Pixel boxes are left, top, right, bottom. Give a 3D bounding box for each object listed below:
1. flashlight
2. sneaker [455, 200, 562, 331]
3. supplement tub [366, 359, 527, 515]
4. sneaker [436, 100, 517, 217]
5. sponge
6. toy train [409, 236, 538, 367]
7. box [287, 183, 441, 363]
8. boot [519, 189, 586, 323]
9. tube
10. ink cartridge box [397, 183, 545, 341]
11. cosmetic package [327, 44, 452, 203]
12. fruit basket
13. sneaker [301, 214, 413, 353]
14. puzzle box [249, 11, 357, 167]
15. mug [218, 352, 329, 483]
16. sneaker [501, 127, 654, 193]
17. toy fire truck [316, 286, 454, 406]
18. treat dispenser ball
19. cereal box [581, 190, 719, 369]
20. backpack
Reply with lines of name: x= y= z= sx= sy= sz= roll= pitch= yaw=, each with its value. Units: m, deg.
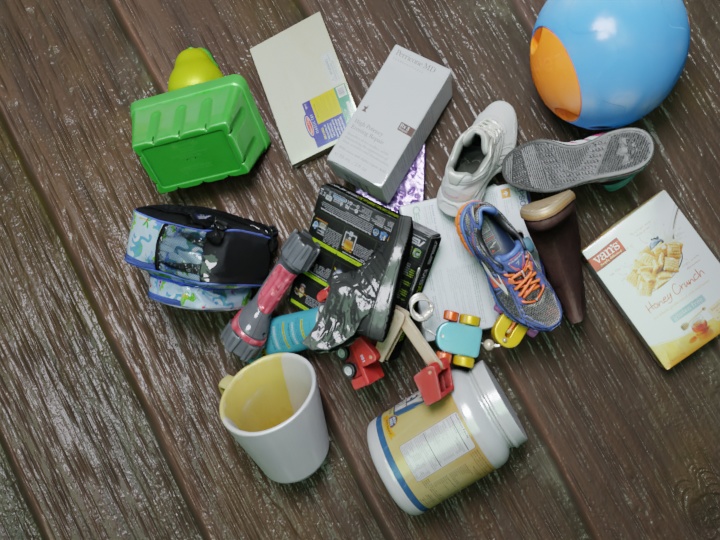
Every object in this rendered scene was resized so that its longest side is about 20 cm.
flashlight: x=-0.130 y=0.037 z=0.896 sx=0.068 sy=0.068 sz=0.202 roll=41 pitch=105 yaw=20
sneaker: x=0.194 y=-0.004 z=0.791 sx=0.075 sy=0.078 sz=0.202 roll=-38 pitch=88 yaw=-3
supplement tub: x=0.122 y=0.234 z=0.865 sx=0.197 sy=0.144 sz=0.147 roll=-33 pitch=84 yaw=9
sneaker: x=0.174 y=-0.174 z=0.853 sx=0.076 sy=0.100 sz=0.203 roll=22 pitch=65 yaw=16
sponge: x=0.045 y=-0.092 z=0.938 sx=0.108 sy=0.030 sz=0.208 roll=2 pitch=90 yaw=11
toy train: x=0.169 y=0.045 z=0.854 sx=0.196 sy=0.056 sz=0.153 roll=-29 pitch=85 yaw=-3
box: x=0.000 y=0.000 z=0.896 sx=0.196 sy=0.047 sz=0.199 roll=27 pitch=111 yaw=25
boot: x=0.271 y=-0.014 z=0.807 sx=0.070 sy=0.199 sz=0.172 roll=-17 pitch=89 yaw=21
tube: x=-0.117 y=0.100 z=0.938 sx=0.197 sy=0.050 sz=0.080 roll=-19 pitch=80 yaw=39
ink cartridge box: x=0.167 y=-0.015 z=0.899 sx=0.193 sy=0.041 sz=0.207 roll=-11 pitch=90 yaw=-2
cosmetic package: x=0.046 y=-0.214 z=0.893 sx=0.100 sy=0.074 sz=0.204 roll=28 pitch=84 yaw=16
fruit basket: x=-0.253 y=-0.244 z=0.963 sx=0.209 sy=0.158 sz=0.220 roll=-11 pitch=45 yaw=11
sneaker: x=0.000 y=0.016 z=0.795 sx=0.101 sy=0.060 sz=0.206 roll=13 pitch=79 yaw=12
puzzle box: x=-0.084 y=-0.285 z=0.967 sx=0.130 sy=0.025 sz=0.206 roll=-21 pitch=86 yaw=10
mug: x=-0.120 y=0.223 z=0.920 sx=0.146 sy=0.187 sz=0.156 roll=-25 pitch=125 yaw=-9
sneaker: x=0.305 y=-0.151 z=0.847 sx=0.195 sy=0.120 sz=0.087 roll=-3 pitch=91 yaw=30
toy fire truck: x=0.031 y=0.094 z=0.833 sx=0.139 sy=0.048 sz=0.205 roll=-28 pitch=82 yaw=33
treat dispenser ball: x=0.322 y=-0.291 z=0.796 sx=0.194 sy=0.201 sz=0.208 roll=0 pitch=90 yaw=11
cereal box: x=0.425 y=0.013 z=0.856 sx=0.143 sy=0.039 sz=0.202 roll=-37 pitch=83 yaw=9
backpack: x=-0.251 y=-0.020 z=0.922 sx=0.195 sy=0.182 sz=0.152 roll=16 pitch=96 yaw=22
